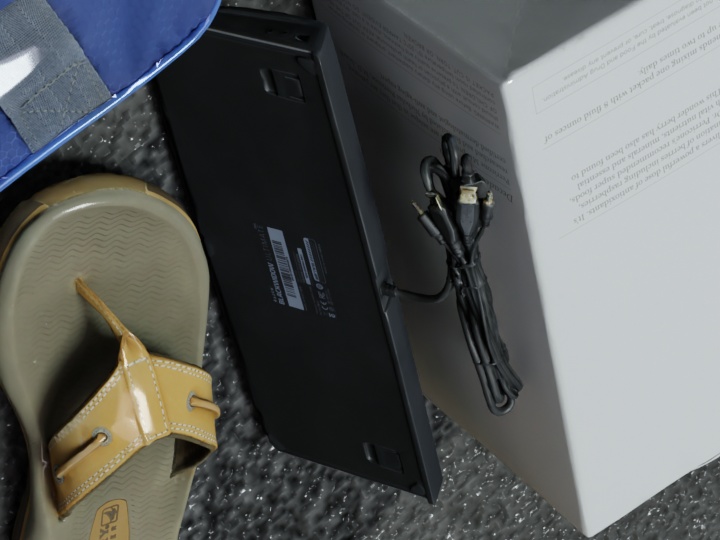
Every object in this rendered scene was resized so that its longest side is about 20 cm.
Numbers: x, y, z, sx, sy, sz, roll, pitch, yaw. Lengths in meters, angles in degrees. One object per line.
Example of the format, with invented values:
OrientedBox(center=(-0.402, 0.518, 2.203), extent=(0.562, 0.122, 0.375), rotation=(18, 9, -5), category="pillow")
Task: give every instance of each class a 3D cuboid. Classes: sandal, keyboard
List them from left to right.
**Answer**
OrientedBox(center=(-0.080, 0.057, 0.881), extent=(0.080, 0.054, 0.201), rotation=(-15, 126, -29), category="sandal")
OrientedBox(center=(0.000, 0.000, 0.862), extent=(0.021, 0.127, 0.200), rotation=(-50, 142, -34), category="keyboard")

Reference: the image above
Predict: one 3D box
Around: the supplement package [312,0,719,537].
OrientedBox(center=(0.074, -0.036, 0.890), extent=(0.121, 0.120, 0.201), rotation=(-31, 132, -20), category="supplement package")

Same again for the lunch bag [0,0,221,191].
OrientedBox(center=(-0.131, -0.117, 0.673), extent=(0.136, 0.132, 0.200), rotation=(-40, 135, -8), category="lunch bag")
